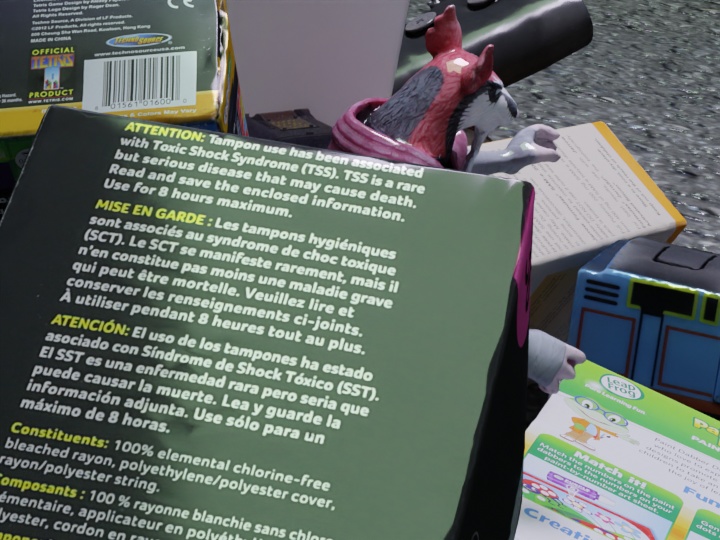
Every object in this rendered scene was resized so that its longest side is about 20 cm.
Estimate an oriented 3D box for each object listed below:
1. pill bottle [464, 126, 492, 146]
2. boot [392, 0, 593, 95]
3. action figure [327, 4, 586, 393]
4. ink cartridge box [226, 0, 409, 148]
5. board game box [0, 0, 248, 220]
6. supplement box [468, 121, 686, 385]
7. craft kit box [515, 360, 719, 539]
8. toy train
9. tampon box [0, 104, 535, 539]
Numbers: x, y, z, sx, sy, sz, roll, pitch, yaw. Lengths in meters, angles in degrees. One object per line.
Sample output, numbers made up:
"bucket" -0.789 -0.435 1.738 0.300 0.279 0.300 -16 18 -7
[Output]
"pill bottle" 0.018 -0.051 1.125 0.115 0.117 0.200 3 18 -12
"boot" 0.028 -0.083 0.971 0.199 0.066 0.165 -22 28 -13
"action figure" 0.000 0.000 0.697 0.148 0.201 0.134 11 22 -7
"ink cartridge box" -0.065 -0.037 0.786 0.084 0.201 0.145 1 17 -33
"board game box" -0.127 -0.004 0.571 0.199 0.166 0.057 -4 56 1
"supplement box" 0.044 0.006 0.916 0.199 0.126 0.074 -14 60 -49
"craft kit box" 0.137 0.116 0.699 0.199 0.049 0.197 25 24 12
"toy train" 0.178 0.057 0.848 0.199 0.115 0.087 13 19 21
"tampon box" -0.036 0.090 0.469 0.125 0.150 0.201 10 56 10
